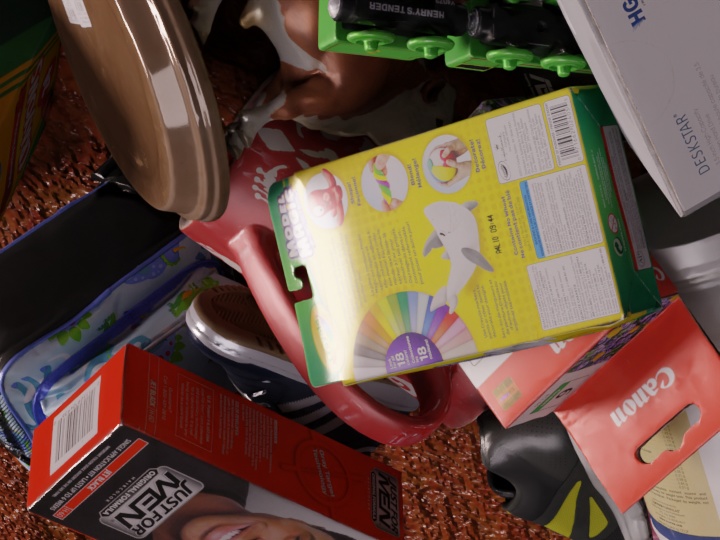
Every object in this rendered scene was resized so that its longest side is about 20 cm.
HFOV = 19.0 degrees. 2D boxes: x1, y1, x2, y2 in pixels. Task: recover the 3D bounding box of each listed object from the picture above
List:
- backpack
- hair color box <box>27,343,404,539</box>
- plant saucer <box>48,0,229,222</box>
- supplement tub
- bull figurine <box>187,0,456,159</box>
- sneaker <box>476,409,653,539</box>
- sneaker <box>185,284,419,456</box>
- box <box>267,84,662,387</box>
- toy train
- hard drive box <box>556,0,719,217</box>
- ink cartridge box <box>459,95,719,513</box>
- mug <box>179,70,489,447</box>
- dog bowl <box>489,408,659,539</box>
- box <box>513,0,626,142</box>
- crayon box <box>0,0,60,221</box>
[{"bbox_3d":[-0.144,0.063,1.344,0.147,0.183,0.200,42,162,33],"label":"backpack"},{"bbox_3d":[-0.081,0.127,1.237,0.199,0.061,0.101,27,131,-28],"label":"hair color box"},{"bbox_3d":[-0.125,-0.115,1.141,0.029,0.200,0.201,-23,144,-16],"label":"plant saucer"},{"bbox_3d":[0.206,0.049,1.181,0.144,0.144,0.201,-7,114,31],"label":"supplement tub"},{"bbox_3d":[-0.028,-0.124,1.132,0.065,0.121,0.201,34,153,60],"label":"bull figurine"},{"bbox_3d":[0.119,0.119,1.256,0.084,0.075,0.200,-12,143,10],"label":"sneaker"},{"bbox_3d":[-0.049,0.080,1.280,0.200,0.070,0.109,20,115,-48],"label":"sneaker"},{"bbox_3d":[0.046,-0.012,1.086,0.199,0.048,0.118,-14,88,34],"label":"box"},{"bbox_3d":[0.073,-0.112,1.023,0.199,0.042,0.056,5,173,-22],"label":"toy train"},{"bbox_3d":[0.190,-0.143,0.952,0.199,0.077,0.156,-30,128,2],"label":"hard drive box"},{"bbox_3d":[0.100,0.020,1.111,0.109,0.050,0.200,-47,69,33],"label":"ink cartridge box"},{"bbox_3d":[0.007,-0.010,1.221,0.199,0.178,0.134,33,107,-11],"label":"mug"},{"bbox_3d":[0.169,0.095,1.351,0.199,0.074,0.201,12,144,9],"label":"dog bowl"},{"bbox_3d":[0.139,-0.150,1.073,0.158,0.049,0.200,-2,139,27],"label":"box"},{"bbox_3d":[-0.224,-0.064,1.216,0.051,0.201,0.127,20,144,-1],"label":"crayon box"}]
